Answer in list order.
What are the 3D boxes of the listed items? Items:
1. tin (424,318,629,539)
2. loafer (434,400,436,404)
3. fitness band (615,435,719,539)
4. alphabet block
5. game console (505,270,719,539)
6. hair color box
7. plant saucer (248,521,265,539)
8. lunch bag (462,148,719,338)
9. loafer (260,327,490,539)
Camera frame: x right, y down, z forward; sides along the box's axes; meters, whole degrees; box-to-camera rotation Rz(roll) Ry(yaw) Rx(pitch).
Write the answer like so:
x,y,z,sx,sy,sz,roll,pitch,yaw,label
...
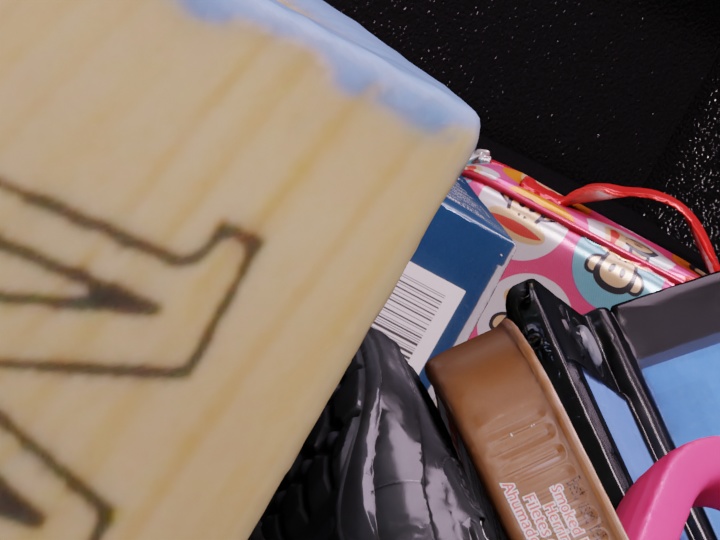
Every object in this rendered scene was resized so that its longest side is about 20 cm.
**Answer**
x,y,z,sx,sy,sz,roll,pitch,yaw,label
0.074,0.109,0.975,0.112,0.042,0.201,82,-15,-62,tin
0.053,0.096,1.215,0.063,0.072,0.200,23,10,-41,loafer
0.147,0.144,1.097,0.144,0.037,0.200,43,34,-10,fitness band
-0.120,-0.021,0.832,0.196,0.201,0.195,26,7,-31,alphabet block
0.163,0.084,1.212,0.201,0.116,0.176,66,11,17,game console
0.000,0.000,1.162,0.060,0.100,0.200,29,7,-11,hair color box
-0.031,0.077,1.110,0.200,0.050,0.200,29,6,-4,plant saucer
0.090,0.040,1.333,0.200,0.177,0.082,30,7,2,lunch bag
0.012,0.094,0.953,0.070,0.068,0.201,27,29,-24,loafer
